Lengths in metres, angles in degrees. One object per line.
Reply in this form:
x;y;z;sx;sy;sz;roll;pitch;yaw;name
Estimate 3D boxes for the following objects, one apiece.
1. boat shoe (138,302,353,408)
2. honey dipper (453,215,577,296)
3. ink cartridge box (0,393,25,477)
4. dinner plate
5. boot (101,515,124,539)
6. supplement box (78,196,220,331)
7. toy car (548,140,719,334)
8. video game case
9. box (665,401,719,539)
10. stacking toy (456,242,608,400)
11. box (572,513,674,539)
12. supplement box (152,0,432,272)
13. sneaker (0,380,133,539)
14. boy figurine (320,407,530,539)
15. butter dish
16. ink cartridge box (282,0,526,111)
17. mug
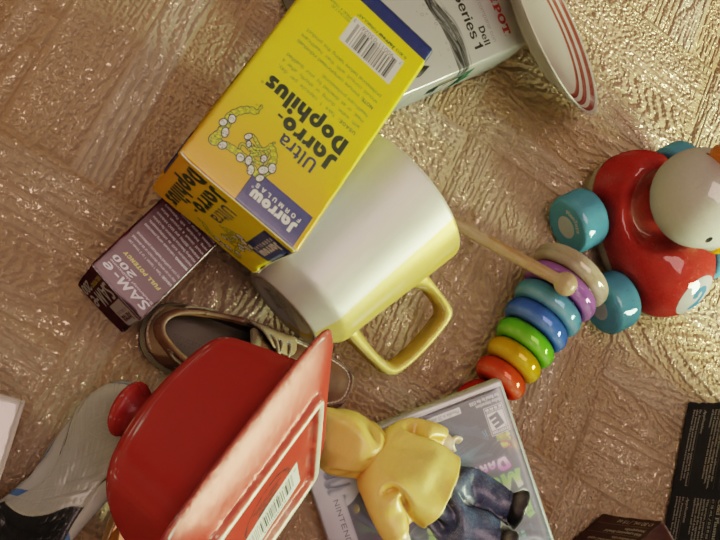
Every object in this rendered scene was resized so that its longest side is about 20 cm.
-0.093;0.080;0.819;0.196;0.072;0.077;16;76;-19;boat shoe
0.116;-0.029;0.903;0.197;0.038;0.038;31;71;7;honey dipper
-0.349;0.109;0.671;0.196;0.145;0.086;18;76;-18;ink cartridge box
0.188;-0.248;0.961;0.200;0.024;0.203;43;35;-40;dinner plate
-0.145;0.272;0.752;0.141;0.071;0.206;15;87;1;boot
-0.141;-0.043;0.800;0.061;0.109;0.200;46;68;-9;supplement box
0.326;-0.048;0.941;0.182;0.199;0.180;-23;91;-23;toy car
0.064;0.219;0.858;0.196;0.023;0.186;-19;89;-6;video game case
0.404;0.240;0.938;0.102;0.182;0.204;22;75;-17;box
0.156;0.072;0.923;0.085;0.085;0.201;42;74;-11;stacking toy
0.205;0.317;0.891;0.198;0.100;0.076;-33;94;-24;box
-0.052;-0.116;0.730;0.109;0.109;0.202;38;69;-13;supplement box
-0.234;0.176;0.755;0.071;0.073;0.201;38;83;13;sneaker
0.043;0.184;0.809;0.197;0.065;0.126;26;54;-1;boy figurine
-0.120;0.133;0.693;0.146;0.201;0.201;28;56;16;butter dish
0.044;-0.243;0.919;0.197;0.084;0.149;-27;93;-23;ink cartridge box
-0.003;-0.006;0.828;0.186;0.150;0.153;44;73;8;mug
